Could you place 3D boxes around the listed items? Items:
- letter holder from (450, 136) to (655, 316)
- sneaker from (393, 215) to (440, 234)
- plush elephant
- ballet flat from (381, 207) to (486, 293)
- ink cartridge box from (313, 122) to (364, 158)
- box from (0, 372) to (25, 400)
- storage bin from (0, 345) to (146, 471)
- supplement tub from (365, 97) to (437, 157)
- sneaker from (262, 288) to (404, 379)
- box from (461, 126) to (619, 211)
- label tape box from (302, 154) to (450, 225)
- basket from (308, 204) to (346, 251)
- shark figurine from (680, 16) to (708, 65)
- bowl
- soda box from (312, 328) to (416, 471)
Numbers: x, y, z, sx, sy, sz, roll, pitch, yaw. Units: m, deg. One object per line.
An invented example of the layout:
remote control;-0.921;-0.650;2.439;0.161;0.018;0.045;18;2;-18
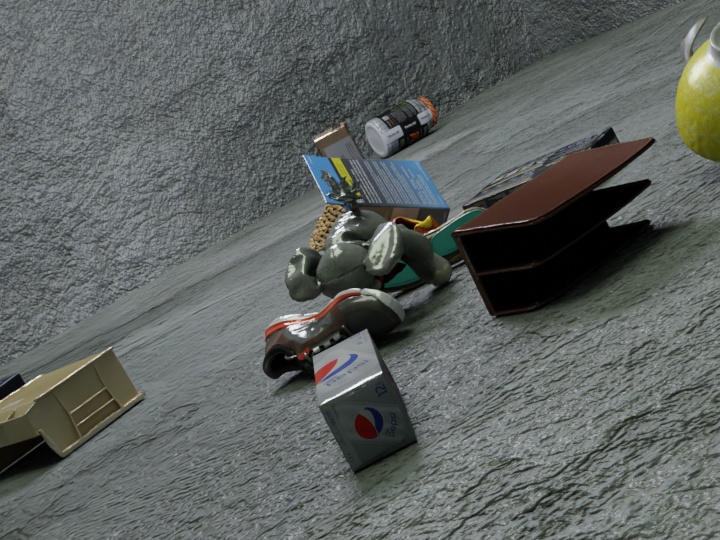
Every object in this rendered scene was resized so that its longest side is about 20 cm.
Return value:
letter holder;0.223;-0.048;1.283;0.200;0.101;0.142;-33;12;-32
sneaker;0.062;-0.042;1.801;0.073;0.077;0.200;-35;10;-32
plush elephant;0.000;0.000;1.523;0.164;0.200;0.155;-15;32;26
ballet flat;0.094;-0.018;1.665;0.200;0.071;0.065;-24;-18;8
ink cartridge box;-0.018;-0.196;2.510;0.075;0.200;0.165;-28;9;2
box;-0.637;0.270;1.999;0.200;0.107;0.148;-24;10;19
storage bin;-0.464;0.216;1.842;0.200;0.094;0.199;-20;12;39
supplement tub;0.124;-0.433;3.702;0.200;0.123;0.122;-31;9;-19
sneaker;-0.034;0.086;1.448;0.200;0.077;0.082;-22;37;35
box;0.267;-0.134;1.805;0.200;0.049;0.161;-21;9;35
label tape box;0.017;-0.111;1.892;0.199;0.063;0.144;1;34;-21
basket;0.012;-0.055;2.071;0.143;0.149;0.200;-62;14;-4
shark figurine;0.458;-0.207;1.489;0.128;0.214;0.090;-58;-26;-10
bowl;0.433;-0.220;1.352;0.200;0.108;0.200;-19;38;16
soda box;0.000;0.113;1.126;0.063;0.068;0.200;-27;9;1
